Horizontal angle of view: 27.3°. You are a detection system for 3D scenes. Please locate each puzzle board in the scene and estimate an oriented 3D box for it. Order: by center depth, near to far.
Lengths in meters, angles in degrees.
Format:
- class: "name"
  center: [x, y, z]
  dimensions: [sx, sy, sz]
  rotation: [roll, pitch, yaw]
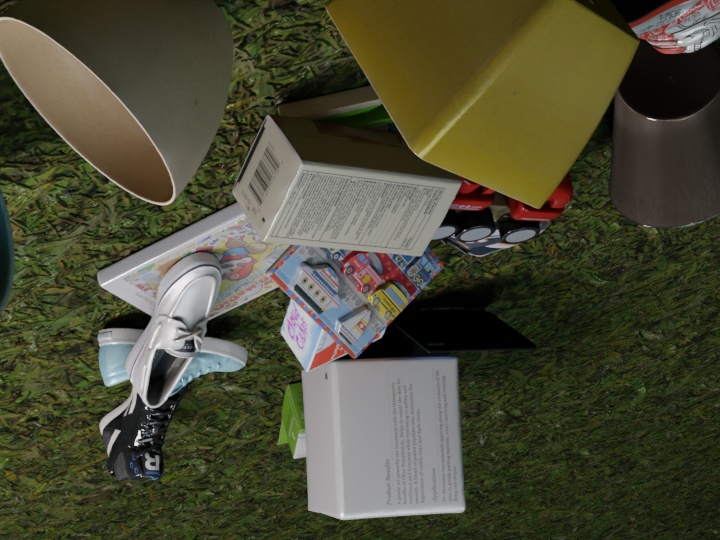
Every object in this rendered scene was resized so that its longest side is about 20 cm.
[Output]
- class: "puzzle board"
  center: [0.000, 0.000, 1.634]
  dimensions: [0.151, 0.017, 0.200]
  rotation: [-47, 137, -4]

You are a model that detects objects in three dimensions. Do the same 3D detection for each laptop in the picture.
- class: "laptop"
  center: [0.101, 0.110, 1.969]
  dimensions: [0.176, 0.104, 0.200]
  rotation: [1, 148, -31]

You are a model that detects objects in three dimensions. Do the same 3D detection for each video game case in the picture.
- class: "video game case"
  center: [-0.168, -0.001, 1.686]
  dimensions: [0.199, 0.023, 0.182]
  rotation: [-26, 152, 14]

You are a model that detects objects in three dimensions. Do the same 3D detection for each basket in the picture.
- class: "basket"
  center: [0.341, -0.156, 1.596]
  dimensions: [0.180, 0.136, 0.200]
  rotation: [-23, 149, 6]

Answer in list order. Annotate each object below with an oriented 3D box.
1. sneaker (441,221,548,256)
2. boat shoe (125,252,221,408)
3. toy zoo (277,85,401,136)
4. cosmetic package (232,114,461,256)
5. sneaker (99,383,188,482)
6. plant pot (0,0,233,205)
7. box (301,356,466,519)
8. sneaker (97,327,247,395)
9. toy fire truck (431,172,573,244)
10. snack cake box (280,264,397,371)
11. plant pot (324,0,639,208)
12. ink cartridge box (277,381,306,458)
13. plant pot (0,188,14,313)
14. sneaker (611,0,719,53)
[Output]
- class: "sneaker"
  center: [0.116, -0.059, 1.690]
  dimensions: [0.199, 0.079, 0.079]
  rotation: [10, 153, -32]
- class: "boat shoe"
  center: [-0.201, 0.070, 1.663]
  dimensions: [0.073, 0.065, 0.200]
  rotation: [2, 131, -33]
- class: "toy zoo"
  center: [-0.021, -0.121, 1.554]
  dimensions: [0.131, 0.021, 0.200]
  rotation: [-13, 152, -10]
- class: "cosmetic package"
  center: [-0.013, -0.084, 1.487]
  dimensions: [0.199, 0.087, 0.104]
  rotation: [6, 125, -37]
- class: "sneaker"
  center: [-0.265, 0.207, 1.916]
  dimensions: [0.073, 0.112, 0.200]
  rotation: [3, 146, -37]
- class: "plant pot"
  center: [-0.182, -0.173, 1.214]
  dimensions: [0.135, 0.200, 0.201]
  rotation: [-48, 160, -19]
- class: "box"
  center: [0.026, 0.217, 1.931]
  dimensions: [0.170, 0.200, 0.200]
  rotation: [-1, 174, -15]
- class: "sneaker"
  center: [-0.228, 0.119, 1.792]
  dimensions: [0.199, 0.082, 0.074]
  rotation: [8, 168, -32]
- class: "toy fire truck"
  center: [0.159, -0.126, 1.571]
  dimensions: [0.175, 0.129, 0.200]
  rotation: [2, 157, -34]
- class: "snack cake box"
  center: [-0.016, 0.030, 1.759]
  dimensions: [0.115, 0.067, 0.200]
  rotation: [-25, 158, -26]
- class: "plant pot"
  center: [0.124, -0.204, 1.318]
  dimensions: [0.176, 0.200, 0.200]
  rotation: [-44, 145, 22]
- class: "ink cartridge box"
  center: [-0.035, 0.224, 2.128]
  dimensions: [0.147, 0.076, 0.200]
  rotation: [-11, 151, -14]
- class: "plant pot"
  center: [-0.440, -0.026, 1.307]
  dimensions: [0.195, 0.201, 0.200]
  rotation: [-15, 154, 12]
- class: "sneaker"
  center: [0.275, -0.244, 1.455]
  dimensions: [0.200, 0.067, 0.108]
  rotation: [-20, 151, -1]
